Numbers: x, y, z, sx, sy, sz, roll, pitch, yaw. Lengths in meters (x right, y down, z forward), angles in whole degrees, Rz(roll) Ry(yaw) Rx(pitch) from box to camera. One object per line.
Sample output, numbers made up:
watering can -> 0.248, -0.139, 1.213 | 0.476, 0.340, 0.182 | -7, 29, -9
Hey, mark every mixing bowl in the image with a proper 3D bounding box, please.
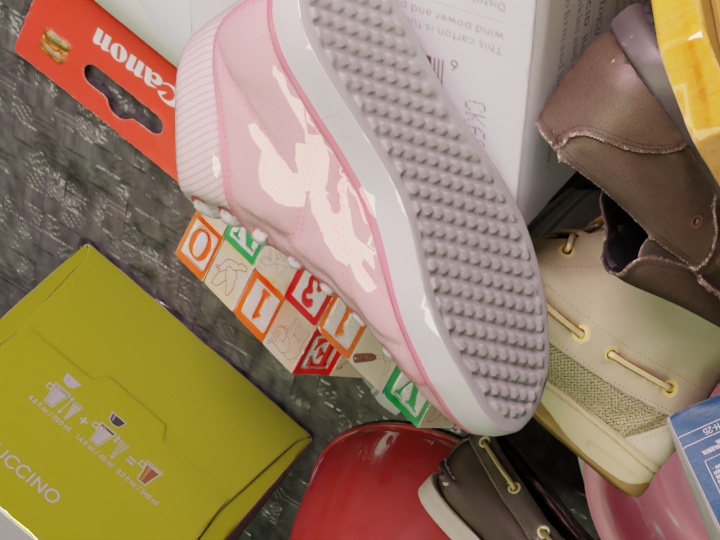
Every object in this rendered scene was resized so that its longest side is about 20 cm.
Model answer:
mixing bowl -> 0.026, 0.205, 1.127 | 0.199, 0.108, 0.201 | 19, 129, 24

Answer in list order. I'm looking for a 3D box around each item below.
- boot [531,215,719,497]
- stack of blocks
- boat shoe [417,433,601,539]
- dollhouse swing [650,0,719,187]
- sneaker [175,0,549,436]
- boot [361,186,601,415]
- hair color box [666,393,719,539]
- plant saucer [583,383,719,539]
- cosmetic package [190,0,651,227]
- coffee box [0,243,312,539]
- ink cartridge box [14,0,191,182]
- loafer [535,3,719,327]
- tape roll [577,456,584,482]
boot -> 0.104, -0.015, 0.822 | 0.200, 0.156, 0.073 | 43, -179, -12
stack of blocks -> 0.000, 0.000, 0.953 | 0.200, 0.058, 0.116 | 42, 113, 36
boat shoe -> 0.118, 0.166, 1.011 | 0.200, 0.072, 0.060 | 44, 103, 27
dollhouse swing -> 0.191, -0.103, 0.654 | 0.181, 0.176, 0.200 | -31, 130, 10
sneaker -> -0.004, -0.022, 0.725 | 0.104, 0.075, 0.201 | -16, 107, 43
boot -> 0.045, -0.006, 0.987 | 0.096, 0.073, 0.200 | 50, 129, 5
hair color box -> 0.198, 0.150, 0.768 | 0.060, 0.201, 0.100 | -23, 134, 5
plant saucer -> 0.211, 0.114, 0.916 | 0.200, 0.051, 0.202 | 19, 129, 25
cosmetic package -> 0.046, -0.151, 0.788 | 0.164, 0.200, 0.166 | 21, 132, 22
coffee box -> -0.189, 0.149, 1.174 | 0.199, 0.200, 0.198 | 40, 135, 4
ink cartridge box -> -0.122, -0.139, 1.026 | 0.160, 0.047, 0.200 | 38, 133, 6
loafer -> 0.130, -0.022, 0.744 | 0.071, 0.073, 0.200 | -30, 126, 12
tape roll -> 0.212, 0.107, 0.973 | 0.202, 0.037, 0.204 | 19, 131, 24
